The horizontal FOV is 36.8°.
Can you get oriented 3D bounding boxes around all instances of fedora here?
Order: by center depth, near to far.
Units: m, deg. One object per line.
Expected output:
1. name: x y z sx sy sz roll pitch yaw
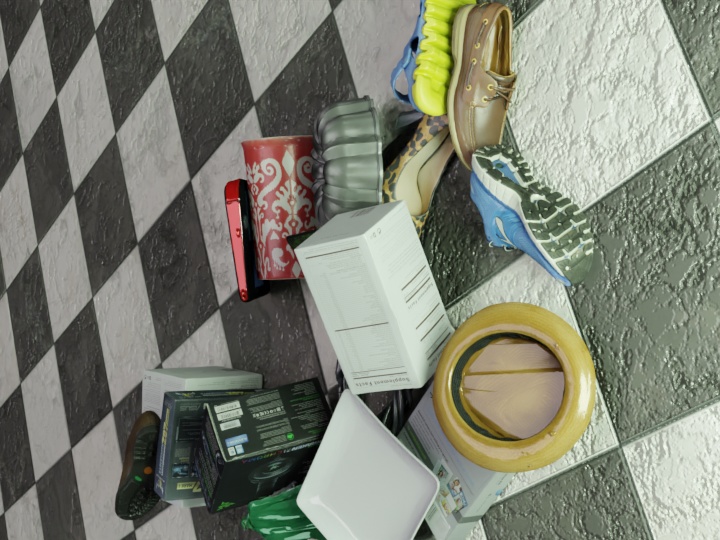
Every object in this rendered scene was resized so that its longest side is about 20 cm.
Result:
1. fedora: 0.180 0.135 1.225 0.197 0.081 0.205 -9 74 30

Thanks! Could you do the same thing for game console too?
1. game console: -0.167 -0.047 1.654 0.200 0.030 0.181 -24 -75 -85

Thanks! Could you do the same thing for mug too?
1. mug: -0.098 -0.093 1.618 0.131 0.177 0.204 -3 92 16

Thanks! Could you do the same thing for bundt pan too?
1. bundt pan: -0.024 -0.133 1.461 0.202 0.074 0.206 177 90 -80

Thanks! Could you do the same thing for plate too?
1. plate: 0.013 0.291 1.423 0.199 0.032 0.203 41 119 37

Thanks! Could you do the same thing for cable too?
1. cable: 0.021 0.165 1.483 0.162 0.050 0.204 12 93 53

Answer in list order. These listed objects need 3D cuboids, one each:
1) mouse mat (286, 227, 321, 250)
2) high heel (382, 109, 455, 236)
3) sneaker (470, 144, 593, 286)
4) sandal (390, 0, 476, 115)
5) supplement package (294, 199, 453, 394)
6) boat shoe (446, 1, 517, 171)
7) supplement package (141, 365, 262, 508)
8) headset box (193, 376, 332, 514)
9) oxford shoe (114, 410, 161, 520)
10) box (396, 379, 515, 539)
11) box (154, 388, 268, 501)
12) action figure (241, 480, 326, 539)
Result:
1. mouse mat: 0.000 0.000 1.454 0.198 0.161 0.008 -8 38 51
2. high heel: 0.087 -0.119 1.379 0.142 0.070 0.204 -6 78 57
3. sneaker: 0.193 -0.054 1.249 0.201 0.077 0.090 55 151 32
4. sandal: 0.084 -0.287 1.354 0.086 0.079 0.203 -3 66 55
5. supplement package: 0.021 0.035 1.328 0.112 0.109 0.203 -9 110 36
6. boat shoe: 0.150 -0.221 1.297 0.067 0.071 0.205 4 94 51
7. supplement package: -0.262 0.268 1.781 0.151 0.149 0.204 3 91 52
8. headset box: -0.143 0.259 1.569 0.201 0.171 0.094 113 139 -52
9. oxford shoe: -0.346 0.311 1.724 0.203 0.071 0.085 -68 26 25
10. box: 0.123 0.220 1.355 0.157 0.041 0.202 58 133 37
11. box: -0.214 0.267 1.673 0.051 0.197 0.161 19 105 57
12. action figure: -0.097 0.352 1.578 0.197 0.055 0.120 -16 108 29
